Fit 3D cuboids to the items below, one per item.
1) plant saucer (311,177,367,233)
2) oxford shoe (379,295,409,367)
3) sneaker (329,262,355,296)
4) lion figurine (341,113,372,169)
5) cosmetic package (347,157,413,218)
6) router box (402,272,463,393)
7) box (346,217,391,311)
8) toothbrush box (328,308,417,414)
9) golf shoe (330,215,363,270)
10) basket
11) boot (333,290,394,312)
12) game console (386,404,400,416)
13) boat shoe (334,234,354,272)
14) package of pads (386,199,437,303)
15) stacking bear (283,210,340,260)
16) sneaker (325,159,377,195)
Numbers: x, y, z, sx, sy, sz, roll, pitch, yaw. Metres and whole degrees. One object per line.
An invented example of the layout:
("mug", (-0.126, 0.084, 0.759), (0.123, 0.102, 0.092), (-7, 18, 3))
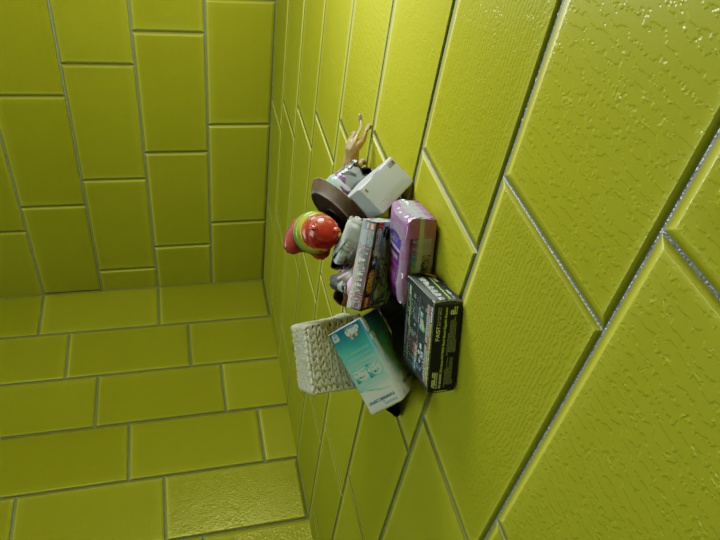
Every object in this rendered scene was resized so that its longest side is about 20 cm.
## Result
("plant saucer", (-0.052, -0.139, 1.607), (0.200, 0.034, 0.200), (41, 167, 11))
("oxford shoe", (0.106, 0.148, 1.520), (0.071, 0.071, 0.200), (58, -172, -48))
("sneaker", (0.000, 0.000, 1.561), (0.095, 0.200, 0.079), (10, 118, 32))
("lion figurine", (-0.020, -0.300, 1.755), (0.123, 0.072, 0.200), (-61, -23, -49))
("cosmetic package", (0.032, -0.179, 1.547), (0.081, 0.113, 0.200), (45, 168, -9))
("router box", (0.143, 0.122, 1.339), (0.150, 0.062, 0.200), (-127, 36, -64))
("box", (0.034, -0.017, 1.469), (0.137, 0.040, 0.200), (-10, -67, -61))
("toothbrush box", (0.032, 0.200, 1.486), (0.200, 0.085, 0.146), (60, -162, 2))
("golf shoe", (-0.021, -0.054, 1.528), (0.097, 0.078, 0.200), (-60, 1, -22))
("basket", (-0.084, 0.221, 1.770), (0.200, 0.161, 0.198), (166, 97, -73))
("boot", (0.008, 0.071, 1.651), (0.200, 0.155, 0.077), (160, 105, -75))
("game console", (0.039, 0.258, 1.641), (0.200, 0.031, 0.177), (48, -154, -56))
("boat shoe", (-0.028, -0.016, 1.766), (0.074, 0.069, 0.200), (39, 153, 49))
("package of pads", (0.106, -0.041, 1.413), (0.121, 0.076, 0.200), (-116, 27, -61))
("stacking bear", (-0.104, -0.088, 1.587), (0.200, 0.121, 0.114), (-176, 97, -74))
("sneaker", (0.002, -0.211, 1.706), (0.078, 0.140, 0.200), (47, 177, 28))
